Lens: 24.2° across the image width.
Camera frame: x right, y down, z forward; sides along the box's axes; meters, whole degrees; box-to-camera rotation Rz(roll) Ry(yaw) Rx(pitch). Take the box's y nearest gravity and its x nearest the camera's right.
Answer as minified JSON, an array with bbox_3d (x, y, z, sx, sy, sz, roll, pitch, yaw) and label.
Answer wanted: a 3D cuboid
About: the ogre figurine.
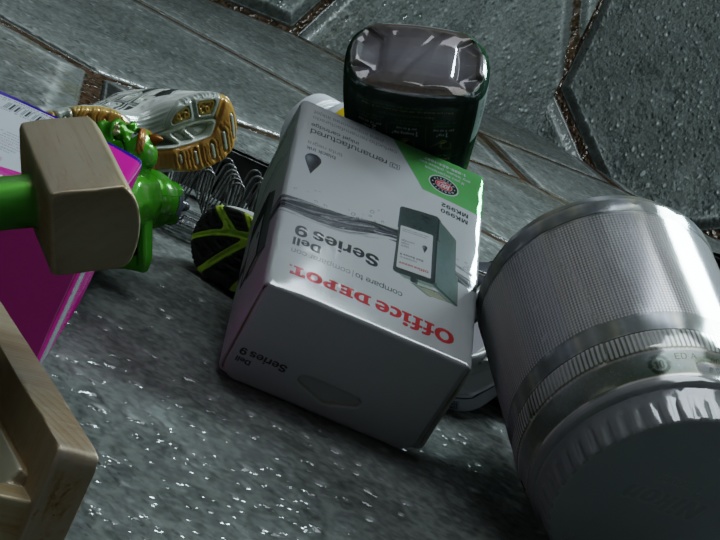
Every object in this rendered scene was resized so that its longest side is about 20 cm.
[{"bbox_3d":[-0.188,-0.052,1.114,0.119,0.099,0.200,12,-13,12],"label":"ogre figurine"}]

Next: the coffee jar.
[{"bbox_3d":[0.033,-0.078,1.228,0.103,0.201,0.086,7,45,1],"label":"coffee jar"}]

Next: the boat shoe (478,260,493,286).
[{"bbox_3d":[0.156,0.004,1.696,0.199,0.063,0.073,18,13,-35],"label":"boat shoe"}]

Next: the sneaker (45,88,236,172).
[{"bbox_3d":[-0.196,-0.100,1.312,0.199,0.077,0.087,-11,18,-38],"label":"sneaker"}]

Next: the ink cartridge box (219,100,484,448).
[{"bbox_3d":[0.000,0.000,1.102,0.145,0.084,0.201,22,38,-12],"label":"ink cartridge box"}]

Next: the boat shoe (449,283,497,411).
[{"bbox_3d":[0.126,0.024,1.239,0.073,0.066,0.200,33,55,20],"label":"boat shoe"}]

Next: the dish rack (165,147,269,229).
[{"bbox_3d":[-0.114,-0.063,1.417,0.152,0.055,0.200,22,12,-15],"label":"dish rack"}]

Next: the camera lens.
[{"bbox_3d":[0.163,0.066,1.037,0.159,0.160,0.201,20,36,-27],"label":"camera lens"}]

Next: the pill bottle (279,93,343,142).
[{"bbox_3d":[0.009,-0.106,1.743,0.199,0.113,0.112,34,14,37],"label":"pill bottle"}]

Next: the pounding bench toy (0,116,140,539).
[{"bbox_3d":[-0.169,0.030,0.478,0.155,0.202,0.124,19,13,-33],"label":"pounding bench toy"}]

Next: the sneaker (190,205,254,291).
[{"bbox_3d":[-0.029,0.008,1.234,0.199,0.076,0.076,32,13,23],"label":"sneaker"}]

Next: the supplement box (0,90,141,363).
[{"bbox_3d":[-0.194,-0.023,0.927,0.100,0.104,0.200,25,10,-6],"label":"supplement box"}]

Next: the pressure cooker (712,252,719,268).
[{"bbox_3d":[0.248,0.082,1.221,0.199,0.180,0.176,28,10,-39],"label":"pressure cooker"}]
